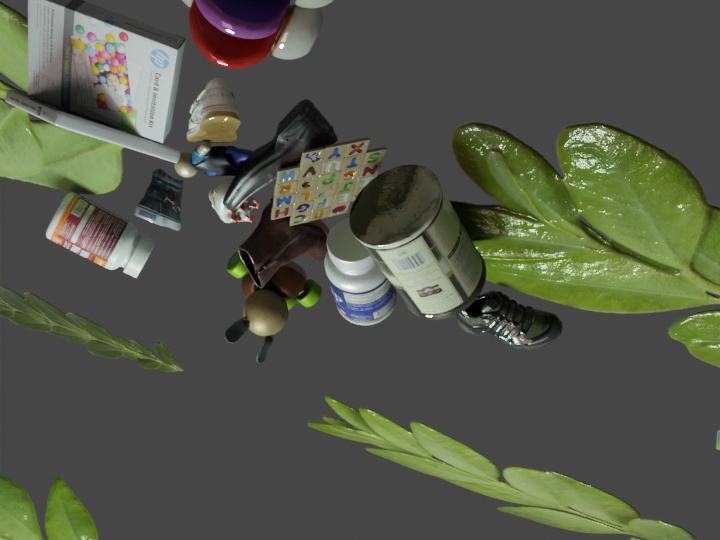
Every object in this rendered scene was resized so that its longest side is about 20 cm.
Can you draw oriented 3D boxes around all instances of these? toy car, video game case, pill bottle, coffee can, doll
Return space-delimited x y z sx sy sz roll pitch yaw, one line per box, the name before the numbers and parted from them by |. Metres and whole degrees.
toy car | -0.198 0.078 1.384 0.157 0.202 0.164 -12 139 45
video game case | -0.400 -0.215 1.033 0.181 0.024 0.199 25 -172 39
pill bottle | -0.541 -0.070 1.442 0.199 0.110 0.109 30 151 -18
coffee can | 0.091 -0.039 1.043 0.145 0.148 0.200 0 146 33
doll | -0.207 -0.172 1.080 0.198 0.049 0.136 3 173 22
pill bottle | 0.000 0.000 1.202 0.118 0.121 0.201 12 151 15
toy car | -0.120 -0.294 0.722 0.174 0.151 0.200 26 152 -12

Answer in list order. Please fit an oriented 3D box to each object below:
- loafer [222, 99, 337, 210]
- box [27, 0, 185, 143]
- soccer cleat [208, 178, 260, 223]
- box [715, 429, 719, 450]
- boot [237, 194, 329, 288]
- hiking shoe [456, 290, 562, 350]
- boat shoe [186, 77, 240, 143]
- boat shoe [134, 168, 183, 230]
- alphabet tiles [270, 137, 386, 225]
loafer | -0.118 -0.148 0.980 0.072 0.073 0.200 40 116 -22
box | -0.353 -0.280 0.950 0.198 0.041 0.157 18 132 -9
soccer cleat | -0.221 -0.117 1.139 0.077 0.070 0.200 25 179 1
box | 0.828 0.348 1.355 0.198 0.048 0.122 15 153 10
boot | -0.128 -0.036 1.162 0.072 0.167 0.201 21 152 27
hiking shoe | 0.258 0.084 1.230 0.198 0.076 0.101 6 153 27
boat shoe | -0.211 -0.229 0.995 0.070 0.070 0.200 -4 180 -22
boat shoe | -0.356 -0.130 1.270 0.070 0.092 0.200 24 179 -7
alphabet tiles | -0.050 -0.127 1.021 0.165 0.006 0.200 -15 158 -18
